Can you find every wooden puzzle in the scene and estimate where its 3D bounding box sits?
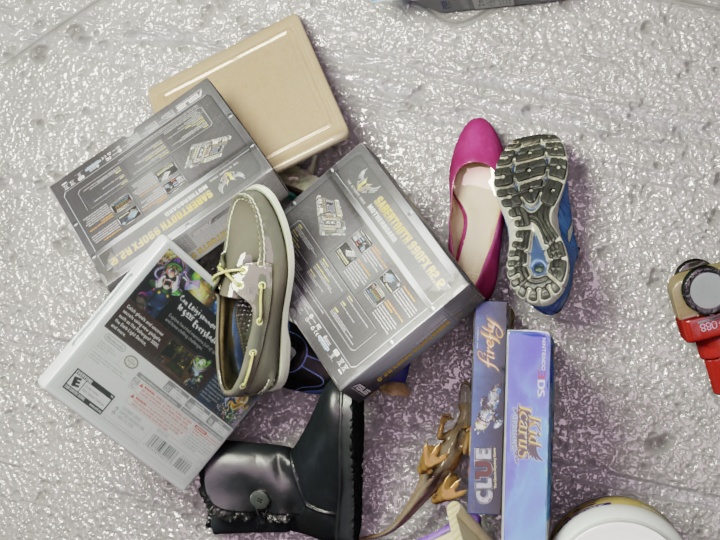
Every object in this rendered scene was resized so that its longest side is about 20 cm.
[{"bbox_3d":[-0.118,-0.162,1.460,0.184,0.037,0.201,-26,53,5],"label":"wooden puzzle"}]

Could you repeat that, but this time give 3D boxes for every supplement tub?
[{"bbox_3d":[0.243,0.290,1.310,0.145,0.200,0.146,-1,84,9],"label":"supplement tub"}]

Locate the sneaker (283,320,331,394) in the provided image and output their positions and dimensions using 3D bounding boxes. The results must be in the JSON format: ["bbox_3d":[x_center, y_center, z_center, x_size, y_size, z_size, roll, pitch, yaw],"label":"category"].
[{"bbox_3d":[-0.108,0.074,1.447,0.199,0.078,0.070,21,88,11],"label":"sneaker"}]

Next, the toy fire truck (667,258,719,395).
[{"bbox_3d":[0.409,0.075,1.354,0.175,0.129,0.201,-15,94,7],"label":"toy fire truck"}]

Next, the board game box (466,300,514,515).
[{"bbox_3d":[0.129,0.135,1.376,0.034,0.135,0.201,2,84,9],"label":"board game box"}]

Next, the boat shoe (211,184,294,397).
[{"bbox_3d":[-0.106,0.022,1.317,0.072,0.060,0.203,12,107,44],"label":"boat shoe"}]

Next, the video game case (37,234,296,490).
[{"bbox_3d":[-0.183,0.093,1.350,0.182,0.023,0.200,-50,125,-6],"label":"video game case"}]

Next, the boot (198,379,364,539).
[{"bbox_3d":[-0.082,0.189,1.406,0.167,0.077,0.201,5,117,8],"label":"boot"}]

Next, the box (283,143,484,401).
[{"bbox_3d":[0.000,0.000,1.347,0.158,0.048,0.200,-40,60,6],"label":"box"}]

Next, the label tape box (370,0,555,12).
[{"bbox_3d":[0.110,-0.351,1.462,0.199,0.066,0.144,-4,84,11],"label":"label tape box"}]

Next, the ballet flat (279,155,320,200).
[{"bbox_3d":[-0.047,-0.093,1.461,0.199,0.067,0.063,27,81,10],"label":"ballet flat"}]

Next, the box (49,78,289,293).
[{"bbox_3d":[-0.192,-0.080,1.385,0.200,0.048,0.159,-36,54,-2],"label":"box"}]

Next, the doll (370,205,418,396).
[{"bbox_3d":[0.032,0.027,1.425,0.136,0.048,0.201,4,97,-22],"label":"doll"}]

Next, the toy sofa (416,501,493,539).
[{"bbox_3d":[0.031,0.297,1.368,0.199,0.083,0.098,-28,42,16],"label":"toy sofa"}]

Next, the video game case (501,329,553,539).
[{"bbox_3d":[0.164,0.162,1.344,0.045,0.181,0.201,2,85,8],"label":"video game case"}]

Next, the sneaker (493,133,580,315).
[{"bbox_3d":[0.180,-0.046,1.418,0.078,0.089,0.201,-4,65,15],"label":"sneaker"}]

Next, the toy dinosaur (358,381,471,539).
[{"bbox_3d":[0.074,0.209,1.400,0.060,0.106,0.200,34,87,3],"label":"toy dinosaur"}]

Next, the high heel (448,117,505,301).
[{"bbox_3d":[0.115,-0.062,1.416,0.067,0.096,0.201,7,86,10],"label":"high heel"}]
